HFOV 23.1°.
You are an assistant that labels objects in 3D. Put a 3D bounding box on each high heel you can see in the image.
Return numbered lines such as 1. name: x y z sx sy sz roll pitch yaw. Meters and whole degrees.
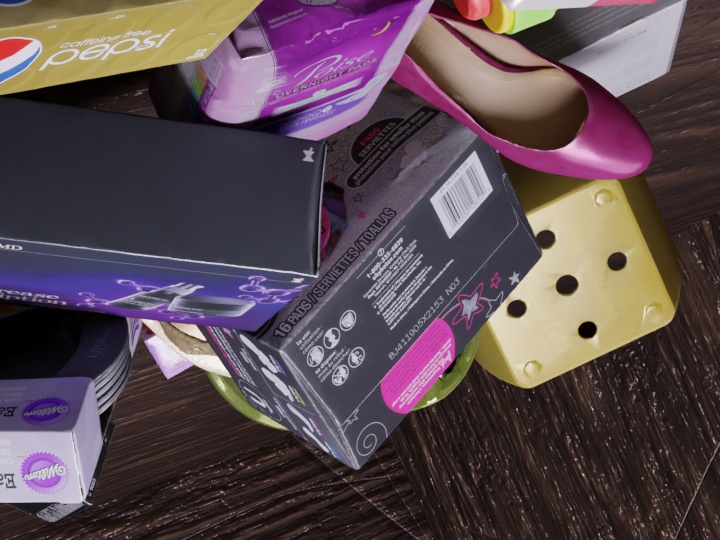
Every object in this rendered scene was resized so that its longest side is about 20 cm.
1. high heel: 0.085 -0.102 1.021 0.096 0.199 0.068 -121 -127 -83

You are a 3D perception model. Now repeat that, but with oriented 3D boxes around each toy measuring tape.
1. toy measuring tape: 0.086 -0.175 0.948 0.073 0.074 0.200 -23 172 -9

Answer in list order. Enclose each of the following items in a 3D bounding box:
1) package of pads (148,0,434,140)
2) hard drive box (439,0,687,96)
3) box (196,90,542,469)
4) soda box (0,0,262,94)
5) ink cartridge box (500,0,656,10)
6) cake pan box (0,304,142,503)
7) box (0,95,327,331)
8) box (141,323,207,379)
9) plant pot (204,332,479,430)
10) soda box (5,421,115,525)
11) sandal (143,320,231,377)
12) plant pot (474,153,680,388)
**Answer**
1. package of pads: -0.037 -0.121 0.912 0.120 0.076 0.200 -24 171 -17
2. hard drive box: 0.127 -0.153 1.170 0.155 0.077 0.200 -25 171 3
3. box: 0.000 0.000 1.144 0.200 0.115 0.132 -48 135 -19
4. soda box: -0.135 -0.114 0.713 0.199 0.064 0.068 -18 169 -41
5. ink cartridge box: 0.147 -0.209 0.779 0.200 0.085 0.145 -41 164 35
6. cake pan box: -0.227 0.061 0.985 0.199 0.053 0.184 -1 -150 6
7. box: -0.132 -0.027 0.928 0.199 0.079 0.141 7 162 -15
8. box: -0.076 -0.013 1.291 0.199 0.039 0.137 -30 -151 -4
9. plant pot: -0.004 0.035 1.357 0.199 0.201 0.190 -21 -169 -24
10. soda box: -0.279 0.105 1.250 0.200 0.071 0.063 30 142 -24
11. sandal: -0.112 0.026 1.180 0.078 0.211 0.070 -50 -153 8
12. plant pot: 0.148 -0.022 1.404 0.199 0.201 0.177 -26 -157 4
